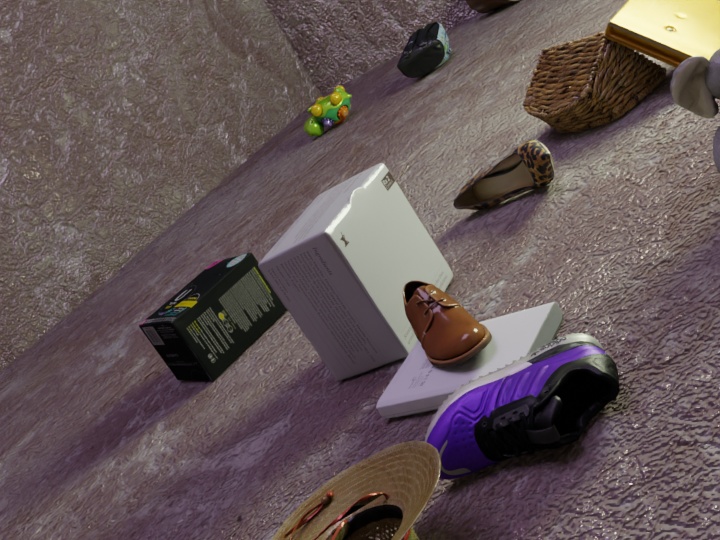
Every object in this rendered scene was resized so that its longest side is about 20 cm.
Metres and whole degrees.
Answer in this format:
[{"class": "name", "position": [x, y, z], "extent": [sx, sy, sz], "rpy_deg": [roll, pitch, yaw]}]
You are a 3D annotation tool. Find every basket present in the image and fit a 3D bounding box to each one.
[{"class": "basket", "position": [0.390, -0.295, 1.567], "extent": [0.199, 0.147, 0.145], "rpy_deg": [8, 77, 66]}]

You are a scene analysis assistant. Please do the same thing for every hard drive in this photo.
[{"class": "hard drive", "position": [0.121, 0.103, 1.041], "extent": [0.198, 0.026, 0.132], "rpy_deg": [-19, 23, 41]}]

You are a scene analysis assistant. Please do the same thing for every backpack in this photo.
[{"class": "backpack", "position": [0.210, -0.695, 2.912], "extent": [0.161, 0.154, 0.202], "rpy_deg": [-27, 39, 27]}]

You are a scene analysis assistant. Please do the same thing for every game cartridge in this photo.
[{"class": "game cartridge", "position": [0.505, -0.392, 1.478], "extent": [0.200, 0.174, 0.033], "rpy_deg": [-44, -25, -39]}]

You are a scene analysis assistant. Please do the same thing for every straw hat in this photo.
[{"class": "straw hat", "position": [0.009, 0.239, 0.773], "extent": [0.199, 0.086, 0.201], "rpy_deg": [-35, 11, 8]}]

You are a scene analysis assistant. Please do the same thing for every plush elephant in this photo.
[{"class": "plush elephant", "position": [0.436, -0.185, 1.007], "extent": [0.163, 0.156, 0.200], "rpy_deg": [-33, 17, 1]}]

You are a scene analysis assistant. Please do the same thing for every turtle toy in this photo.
[{"class": "turtle toy", "position": [-0.108, -0.522, 3.069], "extent": [0.198, 0.102, 0.146], "rpy_deg": [-29, 17, 17]}]

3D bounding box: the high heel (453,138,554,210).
[{"class": "high heel", "position": [0.217, -0.135, 1.418], "extent": [0.141, 0.072, 0.200], "rpy_deg": [-28, 0, -4]}]

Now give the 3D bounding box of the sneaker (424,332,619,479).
[{"class": "sneaker", "position": [0.146, 0.132, 0.836], "extent": [0.198, 0.070, 0.100], "rpy_deg": [-34, 19, 3]}]

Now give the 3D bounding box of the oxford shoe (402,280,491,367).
[{"class": "oxford shoe", "position": [0.088, 0.056, 1.067], "extent": [0.071, 0.072, 0.200], "rpy_deg": [-34, 18, -8]}]

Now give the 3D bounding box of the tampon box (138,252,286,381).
[{"class": "tampon box", "position": [-0.259, 0.082, 1.642], "extent": [0.200, 0.127, 0.149], "rpy_deg": [-44, 20, -32]}]

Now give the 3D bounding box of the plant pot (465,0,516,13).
[{"class": "plant pot", "position": [0.451, -0.971, 3.125], "extent": [0.200, 0.202, 0.198], "rpy_deg": [-40, 10, -22]}]

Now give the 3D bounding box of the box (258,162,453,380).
[{"class": "box", "position": [0.000, 0.000, 1.251], "extent": [0.129, 0.202, 0.200], "rpy_deg": [-23, 19, 36]}]
